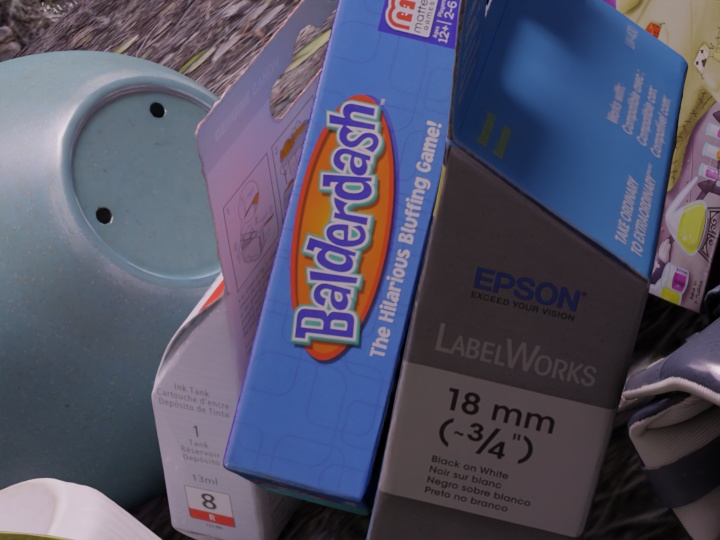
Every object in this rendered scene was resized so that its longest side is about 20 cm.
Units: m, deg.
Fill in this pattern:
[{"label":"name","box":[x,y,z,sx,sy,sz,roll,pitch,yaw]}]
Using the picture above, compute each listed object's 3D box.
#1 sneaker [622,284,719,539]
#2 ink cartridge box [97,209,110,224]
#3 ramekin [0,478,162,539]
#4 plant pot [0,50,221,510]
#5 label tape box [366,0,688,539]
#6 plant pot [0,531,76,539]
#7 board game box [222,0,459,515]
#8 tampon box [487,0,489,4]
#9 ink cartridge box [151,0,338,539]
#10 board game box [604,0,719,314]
[{"label":"sneaker","box":[0.124,0.006,0.640,0.146,0.077,0.202,-39,16,-5]},{"label":"ink cartridge box","box":[-0.167,0.002,1.052,0.116,0.200,0.067,-25,3,-37]},{"label":"ramekin","box":[-0.131,0.158,0.783,0.202,0.094,0.202,-37,15,12]},{"label":"plant pot","box":[-0.107,-0.011,0.957,0.200,0.200,0.135,-51,9,-35]},{"label":"label tape box","box":[0.053,-0.008,0.662,0.144,0.063,0.200,-68,-11,-59]},{"label":"plant pot","box":[-0.084,0.151,0.561,0.200,0.200,0.193,-41,3,-2]},{"label":"board game box","box":[0.000,0.000,0.750,0.200,0.045,0.152,81,-158,-82]},{"label":"tampon box","box":[0.140,-0.164,0.889,0.200,0.150,0.126,-42,-2,-5]},{"label":"ink cartridge box","box":[-0.031,-0.017,0.873,0.050,0.200,0.162,10,42,24]},{"label":"board game box","box":[0.100,-0.098,0.768,0.120,0.032,0.200,26,109,47]}]
